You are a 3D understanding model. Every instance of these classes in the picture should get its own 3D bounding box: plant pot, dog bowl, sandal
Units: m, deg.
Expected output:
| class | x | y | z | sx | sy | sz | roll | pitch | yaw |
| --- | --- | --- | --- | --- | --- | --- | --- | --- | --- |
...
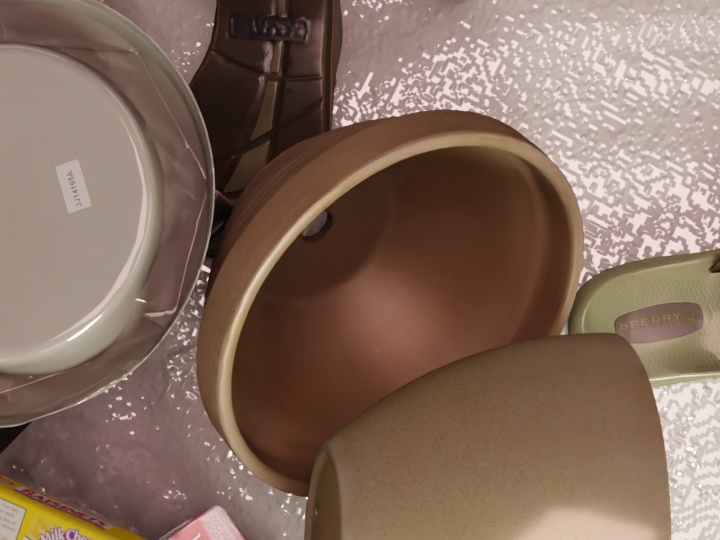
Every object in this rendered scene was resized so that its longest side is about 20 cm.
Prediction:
| class | x | y | z | sx | sy | sz | roll | pitch | yaw |
| --- | --- | --- | --- | --- | --- | --- | --- | --- | --- |
| plant pot | 0.000 | 0.000 | 1.274 | 0.200 | 0.201 | 0.093 | -35 | 47 | -8 |
| dog bowl | -0.158 | -0.028 | 1.216 | 0.198 | 0.059 | 0.202 | -1 | 84 | 7 |
| sandal | -0.046 | -0.104 | 1.318 | 0.081 | 0.055 | 0.202 | 8 | 97 | 15 |
| sandal | 0.202 | 0.014 | 1.327 | 0.199 | 0.057 | 0.080 | -17 | 85 | -6 |
| plant pot | 0.047 | 0.126 | 1.222 | 0.133 | 0.200 | 0.202 | 3 | 83 | -12 |

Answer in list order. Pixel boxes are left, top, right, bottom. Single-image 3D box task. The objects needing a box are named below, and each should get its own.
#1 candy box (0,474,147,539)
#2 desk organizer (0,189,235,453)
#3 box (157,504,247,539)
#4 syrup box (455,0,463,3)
| class | x | y | z | sx | sy | sz | roll | pitch | yaw |
| --- | --- | --- | --- | --- | --- | --- | --- | --- | --- |
| candy box | -0.179 | 0.140 | 1.215 | 0.199 | 0.026 | 0.103 | 22 | 97 | 17 |
| desk organizer | -0.157 | 0.012 | 1.276 | 0.200 | 0.072 | 0.077 | -45 | 83 | 0 |
| box | -0.051 | 0.216 | 1.263 | 0.095 | 0.100 | 0.201 | -34 | 88 | -8 |
| syrup box | 0.069 | -0.242 | 1.333 | 0.078 | 0.081 | 0.201 | 30 | 83 | -2 |
